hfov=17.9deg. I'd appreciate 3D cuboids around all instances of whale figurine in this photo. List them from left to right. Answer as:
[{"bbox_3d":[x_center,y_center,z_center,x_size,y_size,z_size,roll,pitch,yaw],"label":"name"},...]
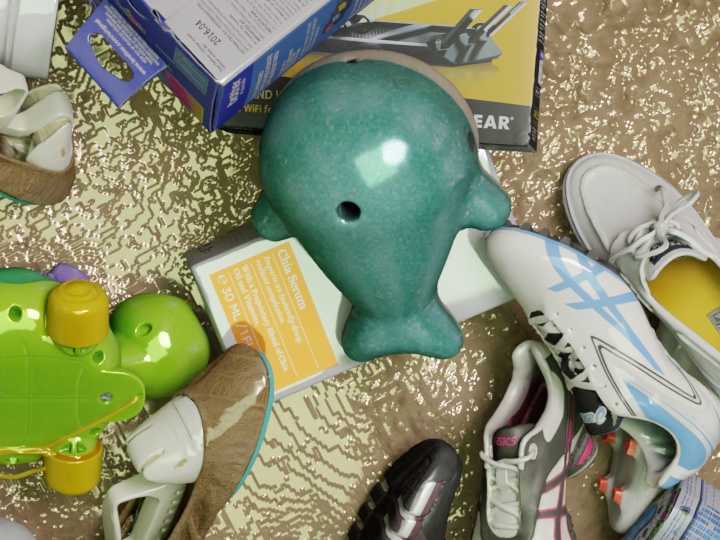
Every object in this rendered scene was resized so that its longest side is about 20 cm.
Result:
[{"bbox_3d":[0.008,-0.025,1.331,0.158,0.104,0.202,-1,118,13],"label":"whale figurine"}]

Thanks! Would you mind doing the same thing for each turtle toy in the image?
[{"bbox_3d":[-0.190,0.055,1.405,0.198,0.101,0.147,1,121,-10],"label":"turtle toy"}]

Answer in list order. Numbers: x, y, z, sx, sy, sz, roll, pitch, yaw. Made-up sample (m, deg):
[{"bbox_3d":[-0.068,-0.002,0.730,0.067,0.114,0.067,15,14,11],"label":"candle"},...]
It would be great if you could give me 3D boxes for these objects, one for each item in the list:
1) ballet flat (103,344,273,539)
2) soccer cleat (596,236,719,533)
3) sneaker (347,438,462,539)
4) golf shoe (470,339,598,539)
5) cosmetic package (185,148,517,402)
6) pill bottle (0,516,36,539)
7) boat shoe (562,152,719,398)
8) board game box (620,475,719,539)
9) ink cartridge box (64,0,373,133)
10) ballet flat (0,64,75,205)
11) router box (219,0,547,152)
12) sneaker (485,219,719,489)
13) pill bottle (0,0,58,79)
[{"bbox_3d":[-0.117,0.127,1.396,0.072,0.068,0.201,-2,137,-34],"label":"ballet flat"},{"bbox_3d":[0.212,0.079,1.478,0.077,0.069,0.202,17,93,-12],"label":"soccer cleat"},{"bbox_3d":[0.041,0.211,1.477,0.115,0.076,0.201,26,104,-15],"label":"sneaker"},{"bbox_3d":[0.096,0.141,1.429,0.088,0.077,0.202,43,55,-48],"label":"golf shoe"},{"bbox_3d":[0.000,0.000,1.437,0.199,0.071,0.102,-24,100,-4],"label":"cosmetic package"},{"bbox_3d":[-0.261,0.190,1.376,0.198,0.109,0.110,16,96,19],"label":"pill bottle"},{"bbox_3d":[0.189,-0.006,1.407,0.074,0.086,0.203,-33,64,-2],"label":"boat shoe"},{"bbox_3d":[0.188,0.234,1.463,0.199,0.062,0.201,31,117,-9],"label":"board game box"},{"bbox_3d":[-0.077,-0.177,1.304,0.200,0.076,0.137,-40,80,-20],"label":"ink cartridge box"},{"bbox_3d":[-0.215,-0.090,1.344,0.072,0.200,0.068,-30,60,23],"label":"ballet flat"},{"bbox_3d":[0.014,-0.157,1.388,0.198,0.052,0.159,4,88,10],"label":"router box"},{"bbox_3d":[0.144,0.051,1.391,0.200,0.072,0.073,47,67,-13],"label":"sneaker"},{"bbox_3d":[-0.278,-0.173,1.356,0.198,0.116,0.117,8,97,-9],"label":"pill bottle"}]
